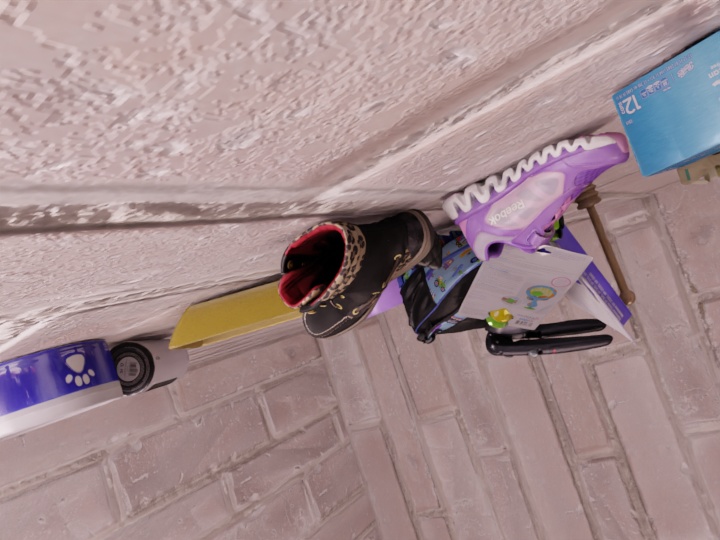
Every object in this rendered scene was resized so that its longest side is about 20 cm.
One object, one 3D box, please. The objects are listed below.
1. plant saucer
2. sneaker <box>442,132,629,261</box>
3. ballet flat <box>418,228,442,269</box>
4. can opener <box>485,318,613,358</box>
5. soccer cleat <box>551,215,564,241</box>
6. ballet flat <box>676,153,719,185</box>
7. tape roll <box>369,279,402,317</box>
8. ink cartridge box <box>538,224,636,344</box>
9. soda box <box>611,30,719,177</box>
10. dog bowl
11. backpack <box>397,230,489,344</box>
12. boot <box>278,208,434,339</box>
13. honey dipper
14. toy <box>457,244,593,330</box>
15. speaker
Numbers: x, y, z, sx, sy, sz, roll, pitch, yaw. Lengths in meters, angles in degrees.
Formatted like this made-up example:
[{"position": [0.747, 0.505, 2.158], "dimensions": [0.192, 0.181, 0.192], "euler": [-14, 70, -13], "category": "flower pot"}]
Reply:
[{"position": [-0.153, 0.058, 0.801], "dimensions": [0.196, 0.049, 0.200], "euler": [-16, 176, -7], "category": "plant saucer"}, {"position": [0.179, -0.068, 0.582], "dimensions": [0.080, 0.090, 0.199], "euler": [-12, 170, -46], "category": "sneaker"}, {"position": [0.006, -0.007, 0.709], "dimensions": [0.196, 0.058, 0.066], "euler": [-15, 175, 0], "category": "ballet flat"}, {"position": [0.284, 0.101, 0.876], "dimensions": [0.195, 0.064, 0.079], "euler": [3, 150, -2], "category": "can opener"}, {"position": [0.224, -0.073, 0.724], "dimensions": [0.067, 0.083, 0.199], "euler": [-21, 175, 20], "category": "soccer cleat"}, {"position": [0.748, -0.222, 1.252], "dimensions": [0.197, 0.071, 0.069], "euler": [-17, 174, -33], "category": "ballet flat"}, {"position": [0.041, 0.034, 1.104], "dimensions": [0.197, 0.067, 0.200], "euler": [-23, -179, 0], "category": "tape roll"}, {"position": [0.308, -0.004, 0.845], "dimensions": [0.043, 0.198, 0.200], "euler": [-42, -163, 5], "category": "ink cartridge box"}, {"position": [0.270, -0.132, 0.364], "dimensions": [0.063, 0.069, 0.199], "euler": [-15, 173, -33], "category": "soda box"}, {"position": [-0.413, 0.158, 0.734], "dimensions": [0.197, 0.080, 0.200], "euler": [-20, 175, -2], "category": "dog bowl"}, {"position": [0.170, 0.004, 0.882], "dimensions": [0.179, 0.136, 0.201], "euler": [-3, 145, -28], "category": "backpack"}, {"position": [-0.028, 0.012, 0.593], "dimensions": [0.199, 0.074, 0.150], "euler": [-40, 163, 31], "category": "boot"}, {"position": [0.358, -0.045, 0.852], "dimensions": [0.037, 0.204, 0.038], "euler": [-18, 174, -2], "category": "honey dipper"}, {"position": [0.203, 0.010, 0.747], "dimensions": [0.113, 0.048, 0.201], "euler": [11, 146, 2], "category": "toy"}, {"position": [-0.344, 0.153, 0.945], "dimensions": [0.080, 0.083, 0.200], "euler": [-19, 175, -4], "category": "speaker"}]
